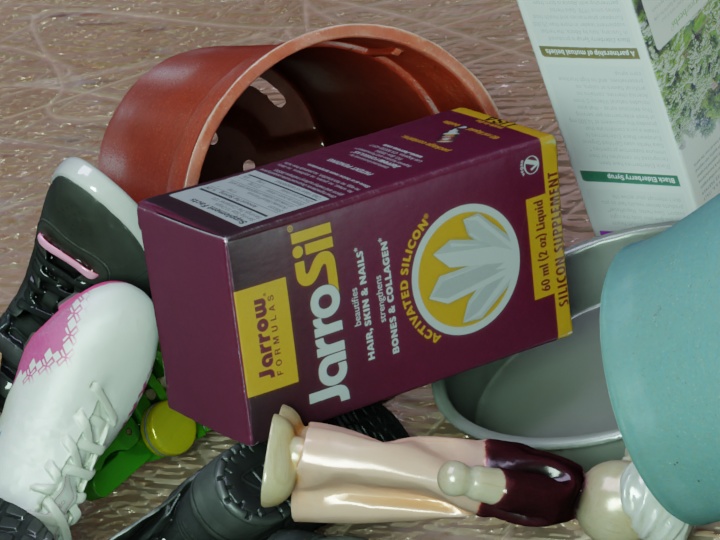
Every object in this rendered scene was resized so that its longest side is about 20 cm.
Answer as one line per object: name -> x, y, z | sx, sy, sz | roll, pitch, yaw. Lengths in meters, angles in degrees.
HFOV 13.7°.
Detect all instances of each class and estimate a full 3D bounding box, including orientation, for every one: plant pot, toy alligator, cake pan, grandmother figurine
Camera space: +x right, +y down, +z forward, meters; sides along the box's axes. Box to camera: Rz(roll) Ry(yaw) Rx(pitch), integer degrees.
plant pot -> -0.045, -0.043, 1.671 | 0.200, 0.201, 0.195 | -32, 20, -19
toy alligator -> -0.126, 0.081, 1.601 | 0.200, 0.054, 0.059 | -32, 9, -39
cake pan -> 0.136, 0.043, 1.529 | 0.200, 0.037, 0.200 | -17, 28, 9
plant pot -> 0.217, 0.030, 1.340 | 0.188, 0.200, 0.200 | -16, 27, 28
grandmother figurine -> 0.058, 0.100, 1.402 | 0.199, 0.061, 0.121 | 7, 13, 4

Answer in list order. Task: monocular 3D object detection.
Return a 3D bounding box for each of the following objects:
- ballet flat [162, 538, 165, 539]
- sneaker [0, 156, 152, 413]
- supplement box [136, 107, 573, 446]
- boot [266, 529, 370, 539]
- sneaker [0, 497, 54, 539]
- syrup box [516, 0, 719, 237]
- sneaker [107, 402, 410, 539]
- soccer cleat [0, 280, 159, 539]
ballet flat -> -0.020, 0.177, 1.284 | 0.200, 0.072, 0.072 | 28, 49, 20
sneaker -> -0.155, 0.022, 1.528 | 0.071, 0.200, 0.099 | 38, 66, 12
supplement box -> 0.000, 0.000, 1.491 | 0.200, 0.111, 0.086 | -18, 22, -30
boot -> -0.008, 0.184, 1.352 | 0.131, 0.070, 0.200 | 1, 39, 27
sneaker -> -0.216, 0.166, 1.442 | 0.199, 0.088, 0.076 | -10, 38, 28
syrup box -> 0.151, -0.110, 1.617 | 0.081, 0.200, 0.079 | 5, 37, 40
sneaker -> -0.061, 0.122, 1.489 | 0.104, 0.060, 0.200 | -43, -14, 31
soccer cleat -> -0.154, 0.101, 1.484 | 0.200, 0.070, 0.086 | -55, 37, 12
